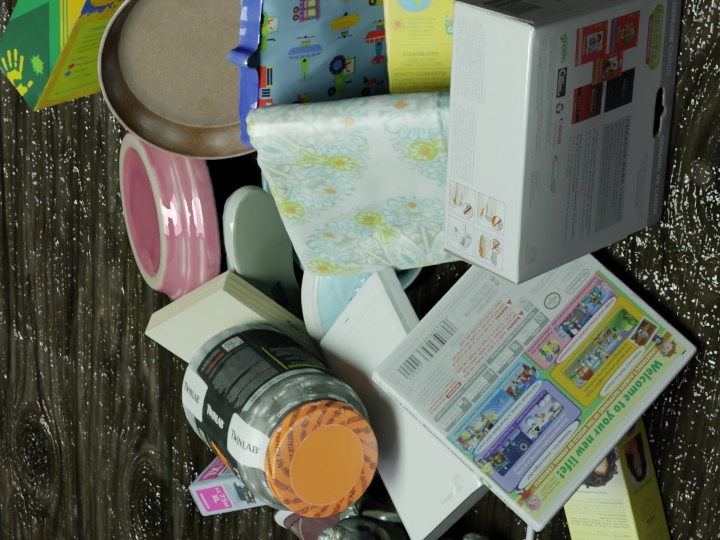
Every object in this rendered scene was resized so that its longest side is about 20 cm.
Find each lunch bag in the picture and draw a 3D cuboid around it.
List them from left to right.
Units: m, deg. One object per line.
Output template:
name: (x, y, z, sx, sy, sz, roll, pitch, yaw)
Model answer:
lunch bag: (-0.033, -0.191, 1.366, 0.094, 0.199, 0.152, 23, 123, 30)

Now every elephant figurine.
elephant figurine: (0.019, 0.263, 1.522, 0.199, 0.142, 0.155, 29, 131, -19)

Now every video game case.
video game case: (0.140, 0.075, 1.345, 0.182, 0.200, 0.022, 42, 165, 9)

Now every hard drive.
hard drive: (0.037, 0.117, 1.413, 0.201, 0.026, 0.132, 64, 146, 20)

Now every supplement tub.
supplement tub: (-0.069, 0.130, 1.444, 0.200, 0.122, 0.124, -147, 46, -61)

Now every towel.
towel: (0.013, -0.067, 1.349, 0.170, 0.048, 0.201, -6, 144, 10)

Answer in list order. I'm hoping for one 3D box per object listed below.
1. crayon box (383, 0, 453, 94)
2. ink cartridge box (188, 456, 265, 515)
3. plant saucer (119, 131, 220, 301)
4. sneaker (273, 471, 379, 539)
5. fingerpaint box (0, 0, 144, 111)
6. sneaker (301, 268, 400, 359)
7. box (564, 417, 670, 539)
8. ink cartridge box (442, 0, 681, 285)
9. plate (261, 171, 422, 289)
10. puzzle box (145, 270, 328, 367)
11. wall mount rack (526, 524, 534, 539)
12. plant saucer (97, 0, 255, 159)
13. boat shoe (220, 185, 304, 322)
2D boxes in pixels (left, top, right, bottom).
crayon box: (0.084, -0.197, 1.331, 0.126, 0.051, 0.202, 1, 113, 10)
ink cartridge box: (-0.055, 0.171, 1.569, 0.199, 0.119, 0.042, -13, 111, 37)
plant saucer: (-0.188, -0.061, 1.607, 0.200, 0.050, 0.202, 169, 90, -69)
sneaker: (0.004, 0.235, 1.633, 0.116, 0.076, 0.200, 49, 141, 1)
fingerpaint box: (-0.210, -0.244, 1.495, 0.073, 0.199, 0.167, 50, 134, 15)
sneaker: (0.000, 0.000, 1.482, 0.082, 0.074, 0.202, 22, 124, 35)
box: (0.211, 0.181, 1.433, 0.075, 0.050, 0.202, -4, 107, 43)
ink cartridge box: (0.154, -0.115, 1.269, 0.084, 0.175, 0.202, 26, 125, 42)
plate: (-0.009, -0.069, 1.525, 0.199, 0.026, 0.202, 19, 121, 35)
puzzle box: (-0.090, 0.082, 1.591, 0.200, 0.026, 0.133, 36, 140, -25)
wall mount rack: (0.099, 0.170, 1.494, 0.200, 0.075, 0.174, 35, 170, 46)
plant saucer: (-0.130, -0.187, 1.465, 0.035, 0.199, 0.201, -101, 25, -48)
boat shoe: (-0.103, -0.004, 1.578, 0.071, 0.070, 0.202, 28, 148, 36)
